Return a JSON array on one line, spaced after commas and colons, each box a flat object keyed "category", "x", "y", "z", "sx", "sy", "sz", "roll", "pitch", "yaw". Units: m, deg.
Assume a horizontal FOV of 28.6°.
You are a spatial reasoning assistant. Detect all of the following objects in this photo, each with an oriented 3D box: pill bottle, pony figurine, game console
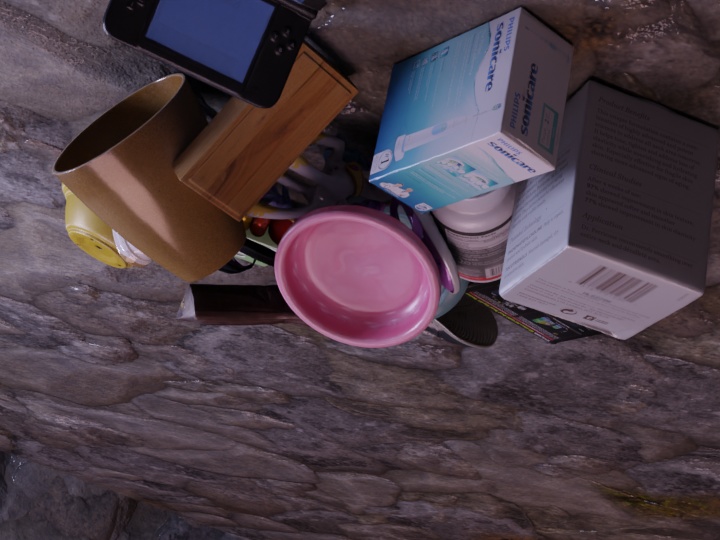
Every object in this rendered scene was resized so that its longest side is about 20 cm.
[{"category": "pill bottle", "x": 0.136, "y": -0.078, "z": 1.662, "sx": 0.112, "sy": 0.115, "sz": 0.200, "roll": 7, "pitch": 155, "yaw": 13}, {"category": "pony figurine", "x": -0.041, "y": -0.082, "z": 1.708, "sx": 0.198, "sy": 0.168, "sz": 0.193, "roll": 16, "pitch": 135, "yaw": -27}, {"category": "game console", "x": -0.126, "y": -0.270, "z": 1.379, "sx": 0.198, "sy": 0.172, "sz": 0.118, "roll": 23, "pitch": -179, "yaw": -22}]

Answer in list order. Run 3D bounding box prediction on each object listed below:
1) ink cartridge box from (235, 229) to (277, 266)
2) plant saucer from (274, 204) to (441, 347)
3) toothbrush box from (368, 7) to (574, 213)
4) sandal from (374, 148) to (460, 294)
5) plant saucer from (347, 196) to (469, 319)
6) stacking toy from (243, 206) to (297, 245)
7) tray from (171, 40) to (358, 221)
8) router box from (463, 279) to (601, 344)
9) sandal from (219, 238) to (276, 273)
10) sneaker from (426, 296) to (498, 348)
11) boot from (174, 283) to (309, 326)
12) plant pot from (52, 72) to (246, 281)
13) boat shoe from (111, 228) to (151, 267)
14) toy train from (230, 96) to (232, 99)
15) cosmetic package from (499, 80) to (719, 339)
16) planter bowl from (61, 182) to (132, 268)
[{"category": "ink cartridge box", "x": -0.173, "y": -0.055, "z": 1.956, "sx": 0.144, "sy": 0.048, "sz": 0.200, "roll": 19, "pitch": 173, "yaw": -12}, {"category": "plant saucer", "x": 0.000, "y": 0.000, "z": 1.644, "sx": 0.198, "sy": 0.051, "sz": 0.202, "roll": 10, "pitch": 132, "yaw": 11}, {"category": "toothbrush box", "x": 0.113, "y": -0.161, "z": 1.453, "sx": 0.085, "sy": 0.148, "sz": 0.199, "roll": 27, "pitch": 151, "yaw": -32}, {"category": "sandal", "x": 0.056, "y": -0.055, "z": 1.652, "sx": 0.204, "sy": 0.049, "sz": 0.082, "roll": 63, "pitch": 174, "yaw": -21}, {"category": "plant saucer", "x": 0.044, "y": -0.011, "z": 1.829, "sx": 0.198, "sy": 0.027, "sz": 0.202, "roll": 8, "pitch": 121, "yaw": 13}, {"category": "stacking toy", "x": -0.161, "y": -0.081, "z": 1.808, "sx": 0.198, "sy": 0.086, "sz": 0.085, "roll": 24, "pitch": 155, "yaw": -4}, {"category": "tray", "x": -0.104, "y": -0.155, "z": 1.548, "sx": 0.200, "sy": 0.037, "sz": 0.098, "roll": -46, "pitch": 132, "yaw": 10}, {"category": "router box", "x": 0.250, "y": 0.025, "z": 1.893, "sx": 0.199, "sy": 0.063, "sz": 0.149, "roll": 29, "pitch": 151, "yaw": -32}, {"category": "sandal", "x": -0.192, "y": -0.032, "z": 1.814, "sx": 0.198, "sy": 0.048, "sz": 0.075, "roll": 19, "pitch": -171, "yaw": 11}, {"category": "sneaker", "x": 0.099, "y": 0.058, "z": 2.046, "sx": 0.199, "sy": 0.075, "sz": 0.106, "roll": 29, "pitch": 158, "yaw": -12}, {"category": "boot", "x": -0.143, "y": 0.029, "z": 1.803, "sx": 0.197, "sy": 0.065, "sz": 0.186, "roll": -2, "pitch": -167, "yaw": -13}, {"category": "plant pot", "x": -0.223, "y": -0.094, "z": 1.640, "sx": 0.185, "sy": 0.187, "sz": 0.201, "roll": -12, "pitch": 122, "yaw": 43}, {"category": "boat shoe", "x": -0.280, "y": -0.106, "z": 1.754, "sx": 0.069, "sy": 0.202, "sz": 0.070, "roll": -33, "pitch": 157, "yaw": 30}, {"category": "toy train", "x": -0.146, "y": -0.165, "z": 1.696, "sx": 0.034, "sy": 0.046, "sz": 0.200, "roll": 14, "pitch": 156, "yaw": -2}, {"category": "cosmetic package", "x": 0.268, "y": -0.061, "z": 1.522, "sx": 0.166, "sy": 0.202, "sz": 0.166, "roll": 19, "pitch": 155, "yaw": -13}, {"category": "planter bowl", "x": -0.338, "y": -0.061, "z": 1.918, "sx": 0.199, "sy": 0.084, "sz": 0.201, "roll": 25, "pitch": 162, "yaw": 9}]
